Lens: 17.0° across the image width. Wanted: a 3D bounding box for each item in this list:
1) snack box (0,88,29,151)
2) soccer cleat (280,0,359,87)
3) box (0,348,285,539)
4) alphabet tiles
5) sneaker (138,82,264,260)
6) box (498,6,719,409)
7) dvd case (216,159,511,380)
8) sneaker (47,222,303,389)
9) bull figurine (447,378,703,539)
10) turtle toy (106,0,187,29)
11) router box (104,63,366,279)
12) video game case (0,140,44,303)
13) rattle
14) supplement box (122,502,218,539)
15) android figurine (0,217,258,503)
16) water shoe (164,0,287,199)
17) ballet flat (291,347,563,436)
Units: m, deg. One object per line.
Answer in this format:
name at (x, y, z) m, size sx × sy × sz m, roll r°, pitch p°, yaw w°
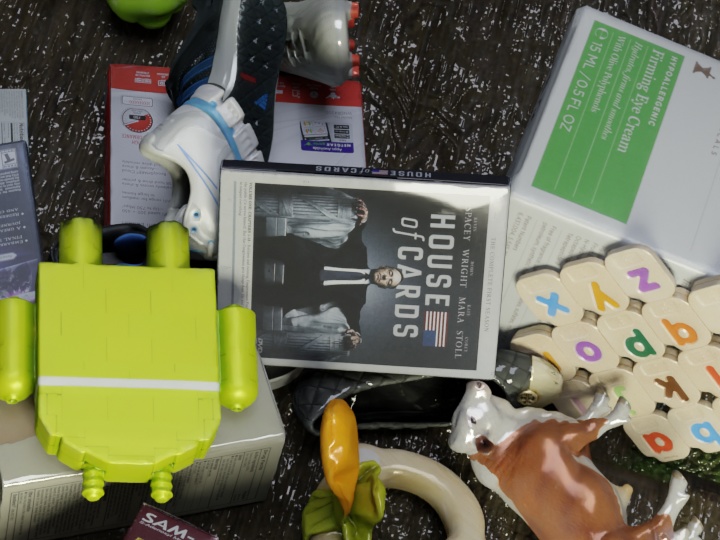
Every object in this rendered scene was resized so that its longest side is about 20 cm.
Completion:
snack box at (-0.300, -0.045, 1.767) m, size 0.115 × 0.037 × 0.201 m, roll 0°, pitch 56°, yaw -10°
soccer cleat at (-0.045, -0.177, 1.844) m, size 0.077 × 0.200 × 0.070 m, roll -1°, pitch 97°, yaw -8°
box at (-0.160, 0.122, 1.650) m, size 0.198 × 0.095 × 0.078 m, roll -8°, pitch 58°, yaw -20°
alphabet tiles at (0.206, 0.059, 1.705) m, size 0.196 × 0.199 × 0.015 m, roll 50°, pitch 45°, yaw -25°
sneaker at (-0.093, -0.025, 1.703) m, size 0.086 × 0.075 × 0.201 m, roll -33°, pitch 98°, yaw -24°
box at (0.187, -0.039, 1.774) m, size 0.170 × 0.200 × 0.200 m, roll 22°, pitch 54°, yaw 2°
dvd case at (0.000, 0.000, 1.664) m, size 0.198 × 0.151 × 0.025 m, roll 4°, pitch 26°, yaw 1°
sneaker at (-0.129, 0.025, 1.712) m, size 0.198 × 0.112 × 0.074 m, roll 11°, pitch 55°, yaw -5°
bull figurine at (0.152, 0.149, 1.695) m, size 0.121 × 0.065 × 0.201 m, roll -33°, pitch 80°, yaw -11°
turtle toy at (-0.193, -0.286, 1.920) m, size 0.145 × 0.101 × 0.201 m, roll -14°, pitch 61°, yaw -21°
router box at (-0.094, -0.066, 1.822) m, size 0.198 × 0.049 × 0.181 m, roll 3°, pitch 55°, yaw -11°
video game case at (-0.293, 0.005, 1.692) m, size 0.142 × 0.019 × 0.201 m, roll -10°, pitch 60°, yaw -5°
rattle at (0.064, 0.169, 1.645) m, size 0.199 × 0.144 × 0.130 m, roll 28°, pitch 36°, yaw 15°
supplement box at (-0.163, 0.262, 1.542) m, size 0.061 × 0.109 × 0.201 m, roll 25°, pitch 53°, yaw 6°
android figurine at (-0.156, 0.060, 1.605) m, size 0.180 × 0.041 × 0.201 m, roll 1°, pitch 63°, yaw -13°
water shoe at (-0.108, -0.121, 1.791) m, size 0.071 × 0.079 × 0.201 m, roll 29°, pitch 68°, yaw -38°
ballet flat at (0.049, 0.095, 1.730) m, size 0.198 × 0.067 × 0.057 m, roll -5°, pitch 37°, yaw -7°
